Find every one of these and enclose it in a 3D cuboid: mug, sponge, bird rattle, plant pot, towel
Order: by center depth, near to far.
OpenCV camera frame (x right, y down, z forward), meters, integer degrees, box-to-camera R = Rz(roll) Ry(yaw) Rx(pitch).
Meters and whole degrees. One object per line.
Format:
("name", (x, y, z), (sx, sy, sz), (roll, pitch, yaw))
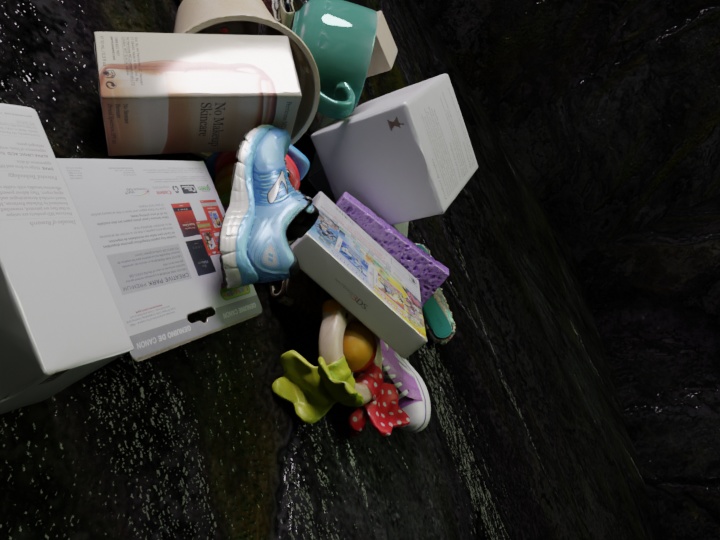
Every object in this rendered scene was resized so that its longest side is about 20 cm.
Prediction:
("bird rattle", (-0.003, 0.121, 0.785), (0.199, 0.112, 0.164), (24, 63, -48))
("plant pot", (-0.169, -0.275, 0.817), (0.200, 0.200, 0.184), (36, 25, -44))
("mug", (-0.049, -0.314, 0.911), (0.114, 0.153, 0.185), (12, 20, -11))
("sponge", (0.023, -0.013, 0.930), (0.199, 0.112, 0.030), (36, 19, -11))
("towel", (-0.142, -0.377, 0.976), (0.034, 0.200, 0.194), (3, 55, -18))

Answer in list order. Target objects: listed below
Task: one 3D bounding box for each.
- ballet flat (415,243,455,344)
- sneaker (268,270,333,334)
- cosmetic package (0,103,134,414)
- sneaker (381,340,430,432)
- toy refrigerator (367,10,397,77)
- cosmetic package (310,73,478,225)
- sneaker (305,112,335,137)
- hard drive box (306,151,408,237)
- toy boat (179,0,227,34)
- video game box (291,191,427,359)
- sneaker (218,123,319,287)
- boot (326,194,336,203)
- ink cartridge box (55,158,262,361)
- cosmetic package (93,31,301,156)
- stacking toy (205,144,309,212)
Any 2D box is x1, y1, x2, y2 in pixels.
("ballet flat", (0.125, 0.048, 1.211), (0.064, 0.075, 0.201), (92, -17, -76))
("sneaker", (-0.082, 0.033, 0.827), (0.201, 0.070, 0.076), (57, 46, -10))
("cosmetic package", (-0.259, -0.006, 0.446), (0.081, 0.112, 0.201), (-18, 83, -65))
("sneaker", (0.021, 0.143, 0.900), (0.114, 0.073, 0.201), (13, 43, -58))
("toy refrigerator", (-0.045, -0.362, 1.062), (0.076, 0.199, 0.070), (58, 35, -38))
("cosmetic package", (0.061, -0.182, 0.974), (0.200, 0.165, 0.168), (-47, 121, -53))
("sneaker", (-0.073, -0.283, 1.114), (0.082, 0.088, 0.200), (59, 1, -30))
("hard drive box", (0.004, -0.146, 1.131), (0.200, 0.076, 0.156), (51, 27, -26))
("toy boat", (-0.207, -0.446, 0.947), (0.201, 0.130, 0.131), (60, 25, -8))
("video game box", (0.000, 0.000, 0.822), (0.200, 0.047, 0.182), (42, 16, -14))
("sneaker", (-0.086, -0.065, 0.642), (0.079, 0.089, 0.201), (100, -6, -56))
("boot", (-0.011, -0.019, 1.003), (0.200, 0.075, 0.097), (47, 39, -14))
("ink cartridge box", (-0.202, -0.007, 0.588), (0.200, 0.083, 0.177), (-18, 84, -65))
("cosmetic package", (-0.174, -0.188, 0.676), (0.198, 0.103, 0.088), (-7, 67, -19))
("stacking toy", (-0.137, -0.067, 0.746), (0.109, 0.116, 0.201), (32, 44, -27))
